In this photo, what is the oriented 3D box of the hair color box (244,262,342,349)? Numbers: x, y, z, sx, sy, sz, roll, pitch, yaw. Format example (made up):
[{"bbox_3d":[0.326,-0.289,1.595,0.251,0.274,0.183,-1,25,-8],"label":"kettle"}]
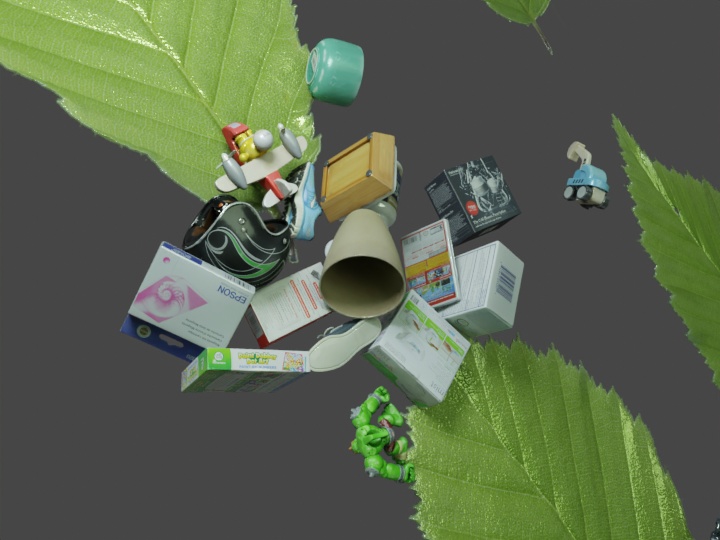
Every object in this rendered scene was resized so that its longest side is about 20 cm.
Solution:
[{"bbox_3d":[-0.149,0.074,1.359,0.198,0.064,0.112,-24,84,-33],"label":"hair color box"}]

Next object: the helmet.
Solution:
[{"bbox_3d":[-0.242,-0.049,1.280,0.190,0.198,0.203,42,54,-28],"label":"helmet"}]

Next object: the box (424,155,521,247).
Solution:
[{"bbox_3d":[0.303,-0.190,1.700,0.198,0.104,0.185,-22,81,-34],"label":"box"}]

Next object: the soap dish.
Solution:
[{"bbox_3d":[-0.008,-0.218,1.464,0.081,0.198,0.160,32,48,-38],"label":"soap dish"}]

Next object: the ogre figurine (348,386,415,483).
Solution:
[{"bbox_3d":[0.041,0.353,1.336,0.118,0.097,0.205,1,81,-41],"label":"ogre figurine"}]

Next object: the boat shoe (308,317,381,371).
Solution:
[{"bbox_3d":[-0.044,0.157,1.384,0.198,0.061,0.076,-34,105,-26],"label":"boat shoe"}]

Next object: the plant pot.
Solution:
[{"bbox_3d":[0.007,-0.034,1.378,0.184,0.188,0.203,23,42,-19],"label":"plant pot"}]

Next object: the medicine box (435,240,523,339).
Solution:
[{"bbox_3d":[0.276,0.055,1.519,0.102,0.199,0.185,33,57,-25],"label":"medicine box"}]

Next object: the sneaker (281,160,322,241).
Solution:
[{"bbox_3d":[-0.132,-0.158,1.471,0.089,0.077,0.204,25,62,-40],"label":"sneaker"}]

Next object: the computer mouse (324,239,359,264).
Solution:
[{"bbox_3d":[0.000,0.000,1.486,0.199,0.044,0.110,41,57,-10],"label":"computer mouse"}]

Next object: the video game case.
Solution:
[{"bbox_3d":[0.167,-0.007,1.528,0.017,0.141,0.204,15,62,-46],"label":"video game case"}]

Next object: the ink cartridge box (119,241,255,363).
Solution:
[{"bbox_3d":[-0.329,0.079,1.193,0.194,0.043,0.203,27,100,-17],"label":"ink cartridge box"}]

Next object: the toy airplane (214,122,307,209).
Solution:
[{"bbox_3d":[-0.215,-0.240,1.377,0.195,0.142,0.203,10,54,-14],"label":"toy airplane"}]

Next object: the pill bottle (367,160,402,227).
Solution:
[{"bbox_3d":[0.039,-0.171,1.537,0.109,0.111,0.204,21,62,-21],"label":"pill bottle"}]

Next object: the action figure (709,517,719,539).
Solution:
[{"bbox_3d":[0.896,0.746,1.665,0.190,0.104,0.205,1,94,-34],"label":"action figure"}]

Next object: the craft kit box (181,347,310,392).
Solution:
[{"bbox_3d":[-0.221,0.193,1.188,0.194,0.199,0.050,3,68,-29],"label":"craft kit box"}]

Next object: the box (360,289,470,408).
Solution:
[{"bbox_3d":[0.131,0.183,1.455,0.199,0.096,0.178,41,57,-9],"label":"box"}]

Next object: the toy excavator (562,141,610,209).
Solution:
[{"bbox_3d":[0.707,-0.304,1.970,0.098,0.194,0.204,18,90,-21],"label":"toy excavator"}]

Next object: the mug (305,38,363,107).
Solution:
[{"bbox_3d":[-0.078,-0.501,1.595,0.112,0.184,0.156,7,91,-24],"label":"mug"}]
